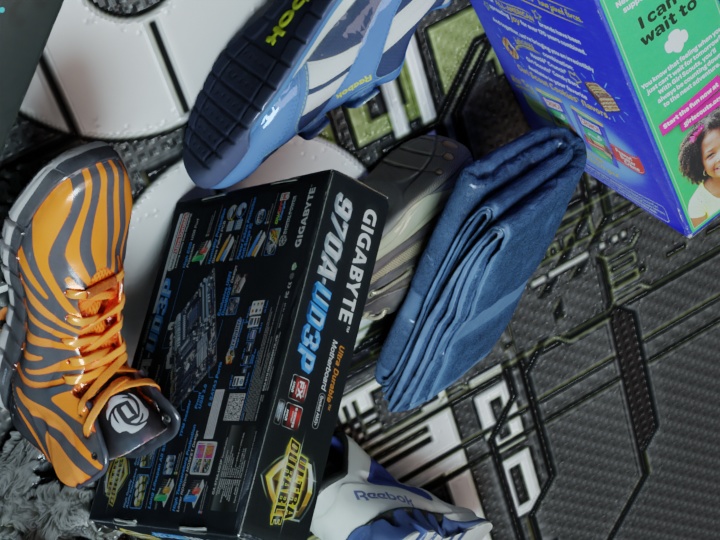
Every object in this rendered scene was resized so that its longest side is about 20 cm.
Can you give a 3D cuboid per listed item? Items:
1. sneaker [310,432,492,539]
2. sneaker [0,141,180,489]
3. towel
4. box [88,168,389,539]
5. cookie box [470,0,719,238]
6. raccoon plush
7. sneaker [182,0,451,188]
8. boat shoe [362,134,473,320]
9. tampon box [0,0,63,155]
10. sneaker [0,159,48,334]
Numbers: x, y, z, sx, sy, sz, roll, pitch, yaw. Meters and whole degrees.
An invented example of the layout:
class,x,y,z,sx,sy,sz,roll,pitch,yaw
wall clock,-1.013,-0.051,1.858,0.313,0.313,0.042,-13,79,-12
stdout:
class,x,y,z,sx,sy,sz,roll,pitch,yaw
sneaker,0.015,0.167,1.005,0.081,0.115,0.199,-49,157,6
sneaker,-0.134,0.034,0.751,0.077,0.112,0.201,-24,147,-37
towel,0.077,0.003,0.909,0.111,0.048,0.201,-32,155,-39
box,-0.070,0.052,0.793,0.046,0.158,0.202,25,70,-34
cookie box,0.141,-0.141,0.845,0.075,0.171,0.201,-38,128,-7
raccoon plush,-0.182,0.157,0.912,0.198,0.098,0.134,-22,146,20
sneaker,-0.022,-0.118,0.831,0.200,0.074,0.082,-48,132,5
boat shoe,0.000,0.000,0.907,0.199,0.075,0.074,-36,127,-5
tampon box,-0.238,-0.126,0.676,0.149,0.126,0.202,15,108,-34
sneaker,-0.218,0.019,0.815,0.200,0.070,0.090,-42,158,-13
